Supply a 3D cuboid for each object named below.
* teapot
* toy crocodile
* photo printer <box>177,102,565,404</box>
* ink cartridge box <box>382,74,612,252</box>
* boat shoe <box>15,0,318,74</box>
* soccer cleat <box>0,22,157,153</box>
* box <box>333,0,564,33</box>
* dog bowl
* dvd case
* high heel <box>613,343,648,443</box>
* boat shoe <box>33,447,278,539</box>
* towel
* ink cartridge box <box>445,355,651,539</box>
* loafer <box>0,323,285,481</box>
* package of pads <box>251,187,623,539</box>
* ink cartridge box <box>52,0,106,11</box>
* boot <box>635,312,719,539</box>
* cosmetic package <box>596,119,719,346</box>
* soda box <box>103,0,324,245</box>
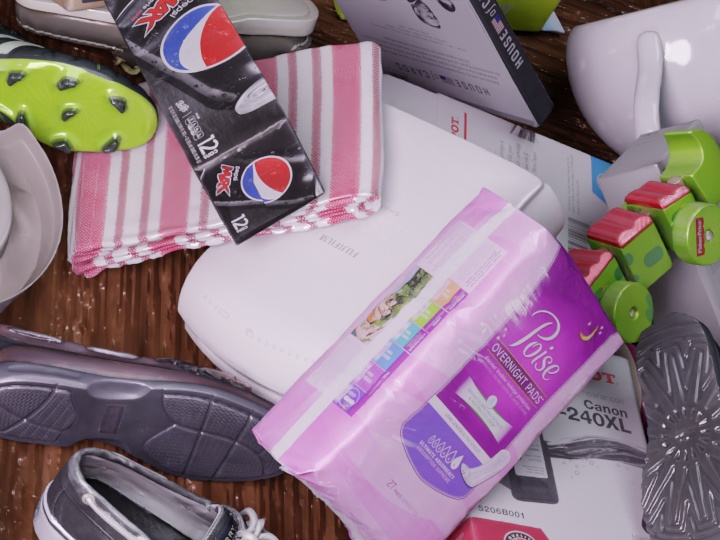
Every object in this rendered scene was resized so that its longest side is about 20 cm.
[{"bbox_3d":[0.244,-0.121,1.946,0.200,0.197,0.146,-14,94,-19],"label":"teapot"},{"bbox_3d":[0.161,-0.009,1.682,0.200,0.067,0.062,-44,122,-25],"label":"toy crocodile"},{"bbox_3d":[0.000,0.000,1.648,0.166,0.069,0.200,28,64,33],"label":"photo printer"},{"bbox_3d":[0.085,-0.039,1.821,0.200,0.067,0.116,21,43,-17],"label":"ink cartridge box"},{"bbox_3d":[-0.129,-0.154,1.781,0.201,0.060,0.072,4,32,-19],"label":"boat shoe"},{"bbox_3d":[-0.218,-0.124,1.677,0.200,0.068,0.081,13,37,-4],"label":"soccer cleat"},{"bbox_3d":[0.058,-0.234,2.004,0.200,0.048,0.122,1,52,-33],"label":"box"},{"bbox_3d":[-0.274,-0.038,1.578,0.200,0.059,0.200,18,43,-18],"label":"dog bowl"},{"bbox_3d":[0.032,-0.182,1.803,0.150,0.200,0.025,21,65,42],"label":"dvd case"},{"bbox_3d":[0.196,0.137,1.741,0.096,0.067,0.200,20,50,-28],"label":"high heel"},{"bbox_3d":[-0.081,0.160,1.518,0.199,0.068,0.074,33,41,-3],"label":"boat shoe"},{"bbox_3d":[-0.080,-0.070,1.679,0.200,0.030,0.146,-10,45,11],"label":"towel"},{"bbox_3d":[0.099,0.136,1.651,0.145,0.083,0.200,13,46,-24],"label":"ink cartridge box"},{"bbox_3d":[-0.127,0.069,1.575,0.200,0.072,0.063,12,42,-21],"label":"loafer"},{"bbox_3d":[0.047,0.065,1.544,0.076,0.200,0.121,36,-11,47],"label":"package of pads"},{"bbox_3d":[-0.180,-0.248,1.785,0.165,0.075,0.200,-14,38,-43],"label":"ink cartridge box"},{"bbox_3d":[0.242,0.130,1.689,0.200,0.066,0.165,33,51,-53],"label":"boot"},{"bbox_3d":[0.223,0.010,1.805,0.083,0.051,0.200,-43,115,-55],"label":"cosmetic package"},{"bbox_3d":[-0.091,-0.109,1.646,0.063,0.071,0.200,-29,44,-2],"label":"soda box"}]
